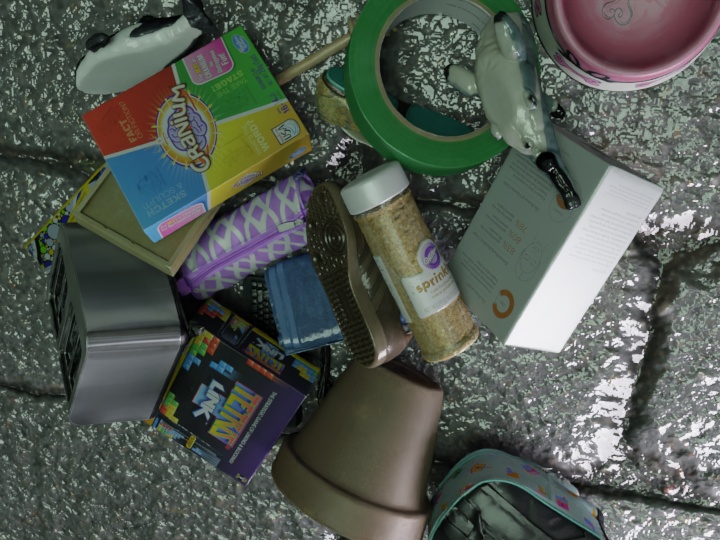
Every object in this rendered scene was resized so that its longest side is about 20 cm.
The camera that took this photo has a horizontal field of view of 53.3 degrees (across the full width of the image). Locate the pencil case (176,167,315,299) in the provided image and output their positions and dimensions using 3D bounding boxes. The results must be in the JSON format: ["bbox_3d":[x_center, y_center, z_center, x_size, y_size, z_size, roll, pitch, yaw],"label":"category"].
[{"bbox_3d":[-0.126,-0.037,0.844,0.198,0.086,0.084,-28,120,19],"label":"pencil case"}]

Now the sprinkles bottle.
[{"bbox_3d":[0.052,-0.008,0.734,0.067,0.068,0.202,-24,102,17],"label":"sprinkles bottle"}]

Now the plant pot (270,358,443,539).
[{"bbox_3d":[0.016,0.198,0.847,0.198,0.200,0.177,25,93,3],"label":"plant pot"}]

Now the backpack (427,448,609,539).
[{"bbox_3d":[0.176,0.311,0.854,0.198,0.154,0.177,31,108,-10],"label":"backpack"}]

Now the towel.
[{"bbox_3d":[-0.011,0.022,0.844,0.197,0.049,0.114,-15,80,10],"label":"towel"}]

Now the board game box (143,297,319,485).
[{"bbox_3d":[-0.167,0.158,0.901,0.164,0.057,0.201,33,124,-1],"label":"board game box"}]

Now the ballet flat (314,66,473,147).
[{"bbox_3d":[0.039,-0.156,0.792,0.197,0.071,0.072,25,110,0],"label":"ballet flat"}]

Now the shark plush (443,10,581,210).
[{"bbox_3d":[0.164,-0.157,0.664,0.202,0.082,0.091,61,140,21],"label":"shark plush"}]

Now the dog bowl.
[{"bbox_3d":[0.269,-0.277,0.701,0.196,0.074,0.204,3,107,11],"label":"dog bowl"}]

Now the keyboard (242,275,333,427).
[{"bbox_3d":[-0.091,0.108,0.916,0.125,0.021,0.204,4,108,10],"label":"keyboard"}]

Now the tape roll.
[{"bbox_3d":[0.082,-0.201,0.728,0.196,0.048,0.205,0,88,-9],"label":"tape roll"}]

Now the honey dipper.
[{"bbox_3d":[-0.052,-0.234,0.796,0.198,0.038,0.038,-25,101,18],"label":"honey dipper"}]

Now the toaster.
[{"bbox_3d":[-0.278,0.054,0.819,0.201,0.117,0.183,-56,49,41],"label":"toaster"}]

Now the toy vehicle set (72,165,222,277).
[{"bbox_3d":[-0.209,-0.108,0.802,0.123,0.027,0.202,29,69,4],"label":"toy vehicle set"}]

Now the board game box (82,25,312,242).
[{"bbox_3d":[-0.173,-0.147,0.768,0.198,0.040,0.154,-32,76,-7],"label":"board game box"}]

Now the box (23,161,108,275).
[{"bbox_3d":[-0.317,-0.071,0.882,0.199,0.064,0.070,-39,96,19],"label":"box"}]

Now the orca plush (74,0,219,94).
[{"bbox_3d":[-0.247,-0.268,0.804,0.198,0.104,0.072,-25,61,40],"label":"orca plush"}]

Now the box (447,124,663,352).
[{"bbox_3d":[0.192,-0.035,0.746,0.096,0.125,0.202,12,116,-36],"label":"box"}]

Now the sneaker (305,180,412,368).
[{"bbox_3d":[0.000,0.000,0.778,0.070,0.075,0.204,-11,96,47],"label":"sneaker"}]
